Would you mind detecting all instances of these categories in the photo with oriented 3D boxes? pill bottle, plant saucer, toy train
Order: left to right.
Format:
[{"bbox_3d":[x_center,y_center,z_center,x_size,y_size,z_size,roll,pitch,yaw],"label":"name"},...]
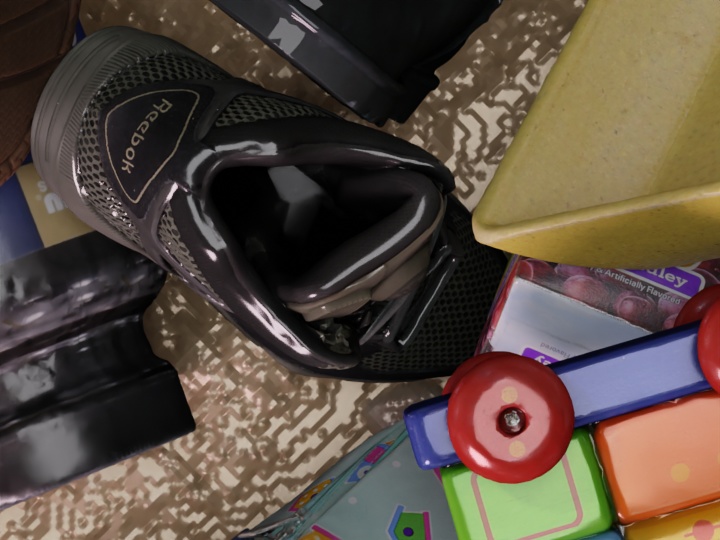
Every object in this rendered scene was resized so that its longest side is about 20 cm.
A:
[{"bbox_3d":[-0.127,-0.027,0.947,0.111,0.112,0.201,-22,89,-1],"label":"pill bottle"},{"bbox_3d":[0.120,0.059,0.831,0.199,0.085,0.116,-16,90,0],"label":"toy train"},{"bbox_3d":[0.153,-0.074,0.877,0.049,0.199,0.200,54,45,-27],"label":"plant saucer"}]

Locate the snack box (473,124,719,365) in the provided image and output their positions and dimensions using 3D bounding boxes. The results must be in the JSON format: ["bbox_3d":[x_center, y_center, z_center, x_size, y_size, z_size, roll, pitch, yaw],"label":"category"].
[{"bbox_3d":[0.149,0.009,0.939,0.199,0.053,0.143,23,45,0],"label":"snack box"}]

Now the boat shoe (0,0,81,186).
[{"bbox_3d":[-0.124,-0.124,0.874,0.075,0.075,0.204,10,95,33],"label":"boat shoe"}]

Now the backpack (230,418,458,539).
[{"bbox_3d":[0.019,0.129,0.912,0.167,0.127,0.200,47,57,3],"label":"backpack"}]

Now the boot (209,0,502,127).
[{"bbox_3d":[0.033,-0.125,0.911,0.073,0.198,0.163,39,97,8],"label":"boot"}]

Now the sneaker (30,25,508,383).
[{"bbox_3d":[0.000,0.000,0.905,0.114,0.199,0.076,33,89,43],"label":"sneaker"}]
